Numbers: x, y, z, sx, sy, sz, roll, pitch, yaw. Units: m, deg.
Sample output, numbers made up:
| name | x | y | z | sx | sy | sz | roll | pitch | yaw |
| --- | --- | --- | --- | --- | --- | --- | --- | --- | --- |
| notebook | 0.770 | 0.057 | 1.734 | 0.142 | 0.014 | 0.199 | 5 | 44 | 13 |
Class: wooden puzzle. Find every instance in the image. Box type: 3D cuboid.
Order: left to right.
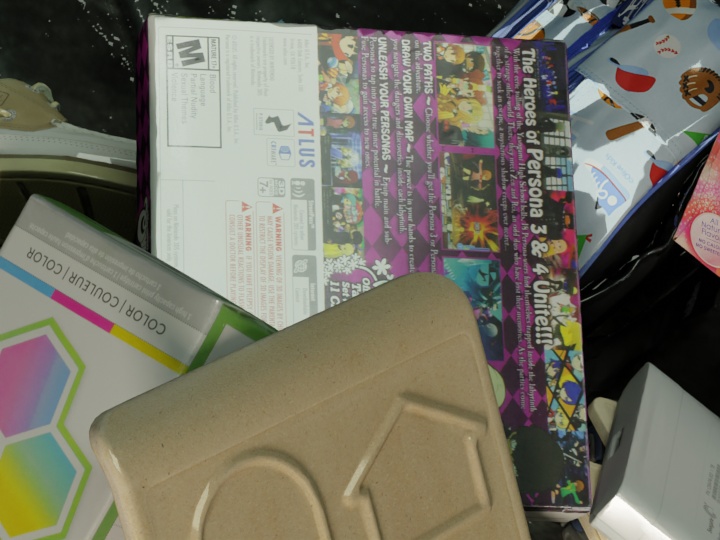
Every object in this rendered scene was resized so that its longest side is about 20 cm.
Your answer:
| name | x | y | z | sx | sy | sz | roll | pitch | yaw |
| --- | --- | --- | --- | --- | --- | --- | --- | --- | --- |
| wooden puzzle | -0.009 | 0.120 | 0.937 | 0.185 | 0.046 | 0.201 | -24 | 99 | -43 |

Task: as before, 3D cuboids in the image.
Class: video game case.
| name | x | y | z | sx | sy | sz | roll | pitch | yaw |
| --- | --- | --- | --- | --- | --- | --- | --- | --- | --- |
| video game case | 0.000 | 0.000 | 1.032 | 0.180 | 0.036 | 0.201 | 2 | 75 | -15 |

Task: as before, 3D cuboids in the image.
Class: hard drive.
| name | x | y | z | sx | sy | sz | roll | pitch | yaw |
| --- | --- | --- | --- | --- | --- | --- | --- | --- | --- |
| hard drive | 0.186 | 0.132 | 1.074 | 0.200 | 0.027 | 0.132 | 38 | 24 | -4 |

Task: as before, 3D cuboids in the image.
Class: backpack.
| name | x | y | z | sx | sy | sz | roll | pitch | yaw |
| --- | --- | --- | --- | --- | --- | --- | --- | --- | --- |
| backpack | 0.095 | -0.039 | 1.169 | 0.154 | 0.200 | 0.191 | 35 | 61 | 12 |

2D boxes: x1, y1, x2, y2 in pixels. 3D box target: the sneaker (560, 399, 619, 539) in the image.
| name | x | y | z | sx | sy | sz | roll | pitch | yaw |
| --- | --- | --- | --- | --- | --- | --- | --- | --- | --- |
| sneaker | 0.137 | 0.150 | 1.127 | 0.087 | 0.075 | 0.201 | 15 | 56 | -14 |

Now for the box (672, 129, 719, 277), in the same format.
| name | x | y | z | sx | sy | sz | roll | pitch | yaw |
| --- | --- | --- | --- | --- | --- | --- | --- | --- | --- |
| box | 0.243 | -0.048 | 1.101 | 0.199 | 0.095 | 0.103 | -23 | 54 | -41 |

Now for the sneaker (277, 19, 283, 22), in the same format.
| name | x | y | z | sx | sy | sz | roll | pitch | yaw |
| --- | --- | --- | --- | --- | --- | --- | --- | --- | --- |
| sneaker | -0.047 | -0.014 | 1.176 | 0.080 | 0.077 | 0.201 | -14 | 66 | 0 |

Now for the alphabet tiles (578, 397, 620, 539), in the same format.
| name | x | y | z | sx | sy | sz | roll | pitch | yaw |
| --- | --- | --- | --- | --- | --- | --- | --- | --- | --- |
| alphabet tiles | 0.170 | 0.137 | 1.091 | 0.199 | 0.015 | 0.196 | 19 | 31 | -40 |

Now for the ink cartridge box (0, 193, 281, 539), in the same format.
| name | x | y | z | sx | sy | sz | roll | pitch | yaw |
| --- | --- | --- | --- | --- | --- | --- | --- | --- | --- |
| ink cartridge box | -0.120 | 0.085 | 0.949 | 0.104 | 0.059 | 0.201 | 28 | 88 | 35 |

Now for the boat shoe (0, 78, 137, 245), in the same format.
| name | x | y | z | sx | sy | sz | roll | pitch | yaw |
| --- | --- | --- | --- | --- | --- | --- | --- | --- | --- |
| boat shoe | -0.155 | -0.051 | 1.138 | 0.199 | 0.075 | 0.069 | 7 | 55 | 2 |
